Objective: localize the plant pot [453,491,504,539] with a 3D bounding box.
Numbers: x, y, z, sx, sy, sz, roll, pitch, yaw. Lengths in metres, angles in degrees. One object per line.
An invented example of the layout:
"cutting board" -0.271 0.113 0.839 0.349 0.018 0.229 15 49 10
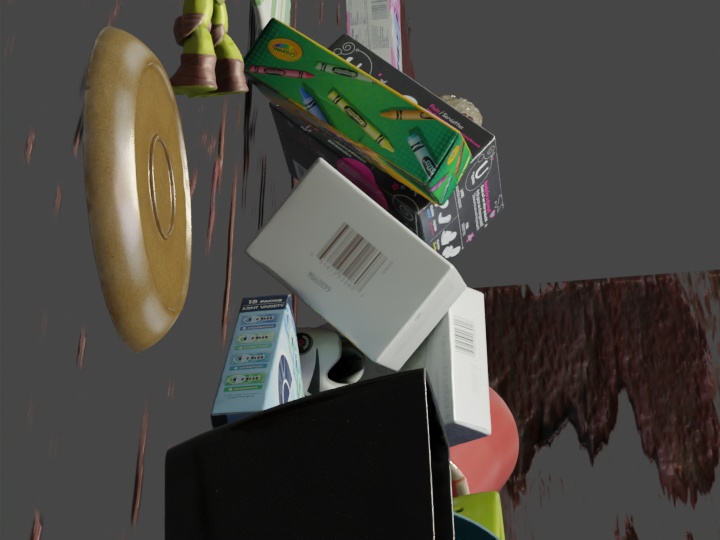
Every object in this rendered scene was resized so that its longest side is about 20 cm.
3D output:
"plant pot" 0.077 0.380 2.075 0.199 0.181 0.200 -76 161 -70

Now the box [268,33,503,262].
"box" 0.028 -0.111 1.789 0.200 0.115 0.132 38 -18 26

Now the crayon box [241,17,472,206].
"crayon box" -0.001 -0.139 1.641 0.058 0.200 0.119 -57 169 -1

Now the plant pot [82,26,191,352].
"plant pot" -0.132 -0.050 1.135 0.200 0.027 0.200 -5 90 -85

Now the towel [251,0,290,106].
"towel" -0.092 -0.278 1.718 0.200 0.023 0.153 81 8 -49

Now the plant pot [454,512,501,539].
"plant pot" 0.029 0.339 1.698 0.200 0.200 0.188 -79 179 -68

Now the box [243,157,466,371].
"box" 0.000 0.000 1.636 0.106 0.152 0.200 -51 171 -1

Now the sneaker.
"sneaker" -0.037 0.099 1.658 0.200 0.088 0.074 71 14 -73

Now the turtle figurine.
"turtle figurine" -0.108 -0.203 1.286 0.200 0.064 0.162 -18 104 -84

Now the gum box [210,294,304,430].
"gum box" -0.074 0.138 1.464 0.200 0.044 0.170 -83 167 -66

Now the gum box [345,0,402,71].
"gum box" 0.020 -0.333 2.598 0.114 0.066 0.200 67 20 -67

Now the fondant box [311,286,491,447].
"fondant box" 0.031 0.108 1.787 0.058 0.200 0.145 20 59 -42

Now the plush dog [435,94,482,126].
"plush dog" 0.093 -0.212 2.700 0.200 0.171 0.161 -66 151 -76

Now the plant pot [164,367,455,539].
"plant pot" -0.030 0.193 1.213 0.200 0.177 0.200 69 17 -69

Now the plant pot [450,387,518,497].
"plant pot" 0.084 0.245 2.294 0.177 0.200 0.201 -55 141 -65
